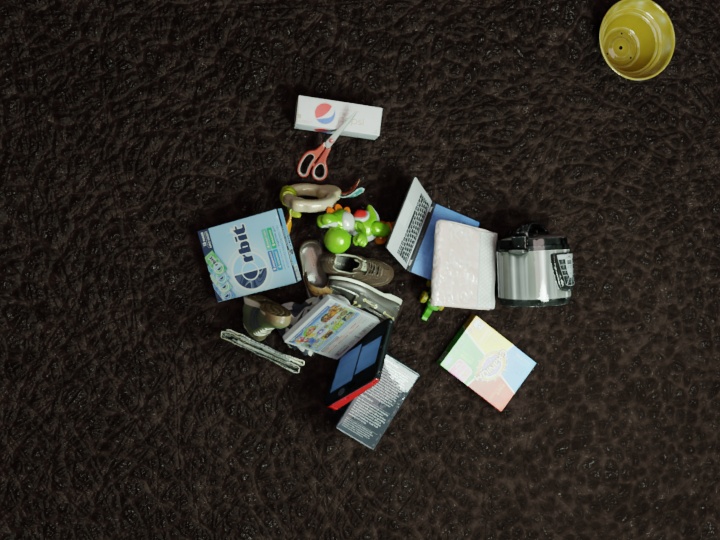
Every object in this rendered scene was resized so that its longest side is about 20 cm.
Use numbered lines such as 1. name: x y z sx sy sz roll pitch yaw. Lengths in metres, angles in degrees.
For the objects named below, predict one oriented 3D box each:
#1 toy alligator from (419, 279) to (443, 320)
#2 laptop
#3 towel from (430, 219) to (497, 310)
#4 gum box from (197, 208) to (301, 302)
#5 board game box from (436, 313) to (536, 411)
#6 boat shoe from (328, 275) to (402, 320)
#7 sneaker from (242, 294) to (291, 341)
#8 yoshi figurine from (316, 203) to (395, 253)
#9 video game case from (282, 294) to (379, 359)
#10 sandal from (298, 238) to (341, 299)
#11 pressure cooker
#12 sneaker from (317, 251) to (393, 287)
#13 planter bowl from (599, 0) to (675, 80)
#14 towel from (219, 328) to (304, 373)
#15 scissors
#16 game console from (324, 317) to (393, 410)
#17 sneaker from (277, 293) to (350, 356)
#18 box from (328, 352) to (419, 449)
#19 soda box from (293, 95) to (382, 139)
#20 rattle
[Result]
1. toy alligator: 0.198 0.031 1.593 0.059 0.054 0.200 25 88 -9
2. laptop: 0.173 -0.085 1.535 0.116 0.200 0.188 13 73 31
3. towel: 0.249 -0.009 1.558 0.191 0.032 0.201 7 84 -32
4. gum box: -0.253 -0.034 1.490 0.200 0.045 0.170 -14 95 14
5. board game box: 0.312 0.228 1.625 0.200 0.040 0.153 37 86 -8
6. boat shoe: 0.008 0.067 1.533 0.201 0.072 0.061 22 78 -27
7. sneaker: -0.213 0.118 1.468 0.067 0.200 0.090 3 100 -32
8. yoshi figurine: -0.011 -0.079 1.502 0.200 0.112 0.112 6 133 -34
9. video game case: -0.062 0.130 1.460 0.143 0.200 0.018 -42 54 14
10. sandal: -0.093 0.022 1.546 0.082 0.055 0.201 -16 94 -8
11. pressure cooker: 0.411 -0.016 1.564 0.178 0.176 0.201 -3 91 -7
12. sneaker: 0.000 0.000 1.529 0.200 0.075 0.071 10 87 -26
13. planter bowl: 0.667 -0.565 1.631 0.200 0.083 0.201 0 91 -9
14. towel: -0.222 0.173 1.459 0.192 0.200 0.035 28 81 -8
15. scissors: -0.081 -0.295 1.514 0.073 0.014 0.200 24 118 -13
16. game console: -0.003 0.210 1.476 0.031 0.200 0.177 38 127 -16
17. sneaker: -0.101 0.134 1.516 0.199 0.080 0.130 -12 110 17
18. box: 0.028 0.287 1.528 0.107 0.148 0.200 33 86 -9
19. soda box: -0.053 -0.357 1.535 0.199 0.064 0.068 6 91 -9
20. rattle: -0.090 -0.136 1.537 0.200 0.130 0.143 -11 106 -35
